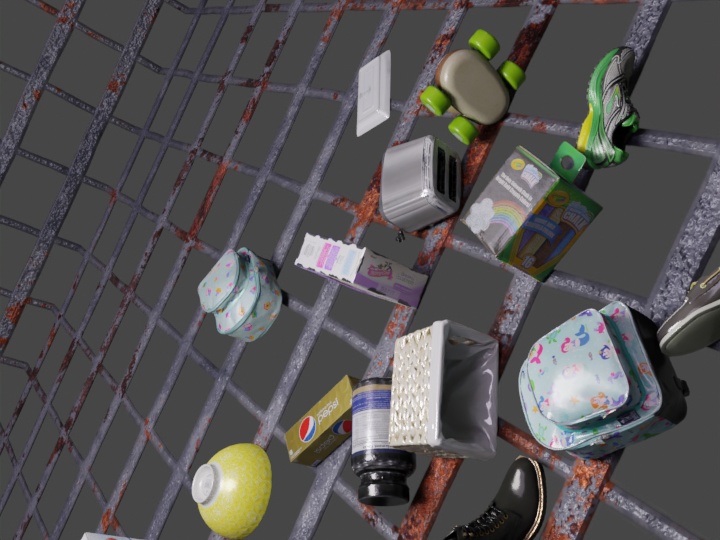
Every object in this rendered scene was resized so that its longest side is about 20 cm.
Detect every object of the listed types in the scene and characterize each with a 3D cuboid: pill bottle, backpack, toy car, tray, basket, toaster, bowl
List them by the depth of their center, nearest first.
[{"bbox_3d":[0.309,0.156,1.041,0.200,0.150,0.178,-40,45,37],"label":"backpack"},{"bbox_3d":[0.133,0.197,1.236,0.123,0.135,0.200,-21,56,48],"label":"basket"},{"bbox_3d":[0.039,0.292,1.312,0.112,0.112,0.200,-25,53,41],"label":"pill bottle"},{"bbox_3d":[0.114,-0.162,1.469,0.129,0.114,0.200,-19,55,41],"label":"toaster"},{"bbox_3d":[0.185,-0.357,1.475,0.164,0.158,0.200,-49,27,2],"label":"toy car"},{"bbox_3d":[-0.288,0.456,1.621,0.200,0.108,0.200,-28,51,40],"label":"bowl"},{"bbox_3d":[0.025,-0.416,1.790,0.107,0.022,0.200,-25,52,42],"label":"tray"},{"bbox_3d":[-0.277,0.061,1.793,0.176,0.153,0.200,-46,48,16],"label":"backpack"}]

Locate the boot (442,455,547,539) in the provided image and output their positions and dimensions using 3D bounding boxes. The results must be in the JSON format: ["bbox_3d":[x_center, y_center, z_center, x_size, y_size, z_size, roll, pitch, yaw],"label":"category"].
[{"bbox_3d":[0.183,0.352,1.084,0.077,0.138,0.200,3,72,51],"label":"boot"}]

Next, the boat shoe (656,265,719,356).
[{"bbox_3d":[0.460,0.032,0.984,0.201,0.072,0.061,-41,39,18],"label":"boat shoe"}]

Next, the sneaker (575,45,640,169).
[{"bbox_3d":[0.406,-0.254,1.211,0.085,0.078,0.200,9,86,45],"label":"sneaker"}]

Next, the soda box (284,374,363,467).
[{"bbox_3d":[-0.057,0.289,1.469,0.200,0.064,0.068,-46,41,24],"label":"soda box"}]

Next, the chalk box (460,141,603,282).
[{"bbox_3d":[0.284,-0.107,1.227,0.200,0.124,0.124,-52,38,16],"label":"chalk box"}]

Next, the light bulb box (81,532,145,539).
[{"bbox_3d":[-0.520,0.696,1.693,0.198,0.200,0.125,37,100,52],"label":"light bulb box"}]

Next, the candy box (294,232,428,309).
[{"bbox_3d":[0.000,0.000,1.472,0.200,0.168,0.072,16,84,53],"label":"candy box"}]
